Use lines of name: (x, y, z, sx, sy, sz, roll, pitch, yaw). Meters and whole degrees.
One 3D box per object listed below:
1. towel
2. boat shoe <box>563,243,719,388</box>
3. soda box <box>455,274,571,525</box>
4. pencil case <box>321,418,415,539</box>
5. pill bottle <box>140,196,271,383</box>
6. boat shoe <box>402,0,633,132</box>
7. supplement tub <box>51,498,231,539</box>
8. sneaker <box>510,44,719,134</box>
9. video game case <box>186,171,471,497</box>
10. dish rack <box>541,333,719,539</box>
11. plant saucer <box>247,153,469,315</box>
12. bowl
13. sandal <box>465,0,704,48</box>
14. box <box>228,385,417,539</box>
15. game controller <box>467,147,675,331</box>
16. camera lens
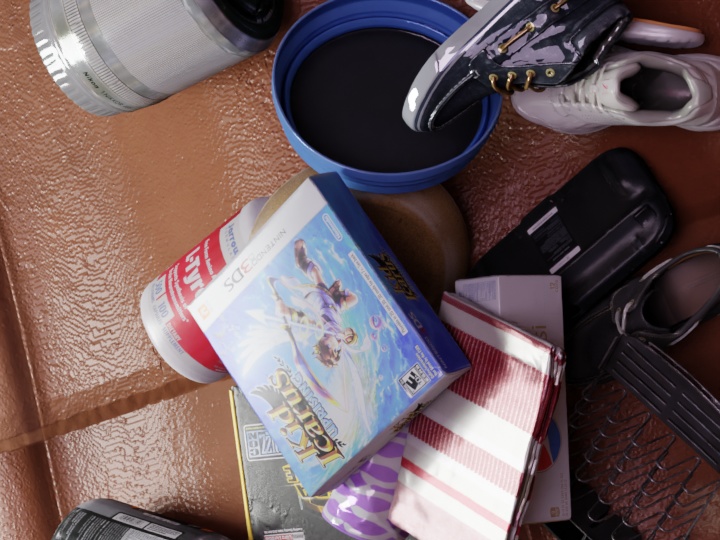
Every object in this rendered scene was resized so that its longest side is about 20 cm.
towel: (0.091, 0.134, 1.454, 0.144, 0.023, 0.202, 26, 107, 48)
boat shoe: (0.233, 0.036, 1.500, 0.199, 0.067, 0.072, -33, 76, 28)
soda box: (0.125, 0.105, 1.488, 0.063, 0.068, 0.202, -7, 85, 58)
pencil case: (0.026, 0.131, 1.553, 0.085, 0.084, 0.202, 22, 101, 35)
pill bottle: (-0.097, 0.006, 1.654, 0.200, 0.112, 0.113, -38, 74, 24)
boat shoe: (0.124, -0.166, 1.460, 0.200, 0.071, 0.091, -46, 70, 18)
supplement tub: (-0.188, 0.291, 1.695, 0.199, 0.122, 0.124, 12, 97, 36)
sneaker: (0.206, -0.152, 1.488, 0.198, 0.099, 0.079, 0, 92, 29)
video game case: (-0.031, 0.054, 1.499, 0.181, 0.045, 0.201, -45, 72, 32)
dish rack: (0.221, 0.158, 1.483, 0.153, 0.054, 0.201, 42, 134, 22)
plant saucer: (0.000, 0.000, 1.574, 0.198, 0.036, 0.202, -3, 115, -7)
bowl: (0.023, -0.152, 1.558, 0.198, 0.040, 0.202, 2, 58, -2)
sandal: (0.190, -0.225, 1.513, 0.205, 0.079, 0.060, 11, 93, 23)
box: (-0.017, 0.171, 1.652, 0.198, 0.049, 0.161, -9, 86, 29)
game controller: (0.174, -0.014, 1.544, 0.200, 0.042, 0.105, -41, 49, 23)
camera lens: (-0.182, -0.245, 1.665, 0.199, 0.160, 0.161, -22, 81, 27)
